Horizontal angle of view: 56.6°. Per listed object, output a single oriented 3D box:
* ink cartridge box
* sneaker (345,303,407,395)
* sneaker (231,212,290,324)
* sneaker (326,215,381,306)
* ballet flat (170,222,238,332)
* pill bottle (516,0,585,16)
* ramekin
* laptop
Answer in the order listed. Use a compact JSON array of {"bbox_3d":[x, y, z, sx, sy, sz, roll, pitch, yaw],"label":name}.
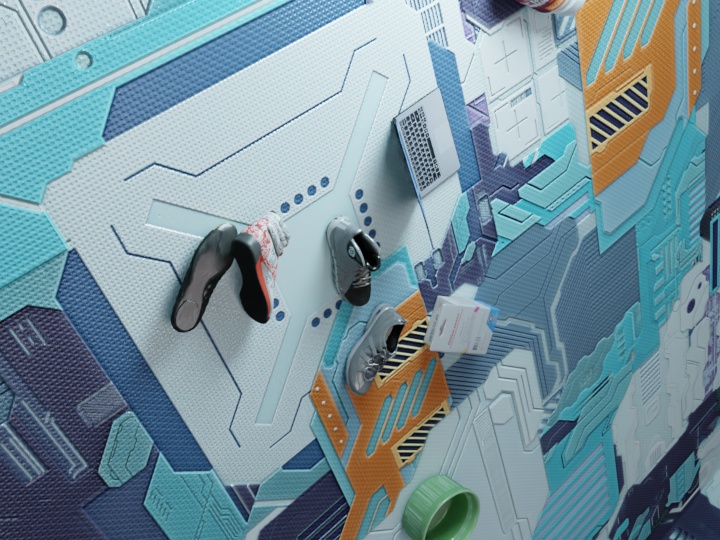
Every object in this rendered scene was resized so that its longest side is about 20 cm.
[{"bbox_3d":[0.220,0.125,1.537,0.198,0.068,0.117,9,102,-41],"label":"ink cartridge box"},{"bbox_3d":[0.032,0.171,1.396,0.074,0.082,0.202,17,97,-41],"label":"sneaker"},{"bbox_3d":[-0.163,-0.005,1.178,0.108,0.067,0.203,-50,149,-39],"label":"sneaker"},{"bbox_3d":[0.000,0.000,1.278,0.075,0.115,0.202,-32,125,-24],"label":"sneaker"},{"bbox_3d":[-0.267,0.008,1.123,0.066,0.057,0.202,30,81,-27],"label":"ballet flat"},{"bbox_3d":[0.364,-0.581,1.339,0.198,0.109,0.111,3,106,-39],"label":"pill bottle"},{"bbox_3d":[0.201,0.623,1.703,0.198,0.097,0.203,-15,117,-33],"label":"ramekin"},{"bbox_3d":[0.142,-0.219,1.304,0.199,0.115,0.189,-38,128,-21],"label":"laptop"}]
